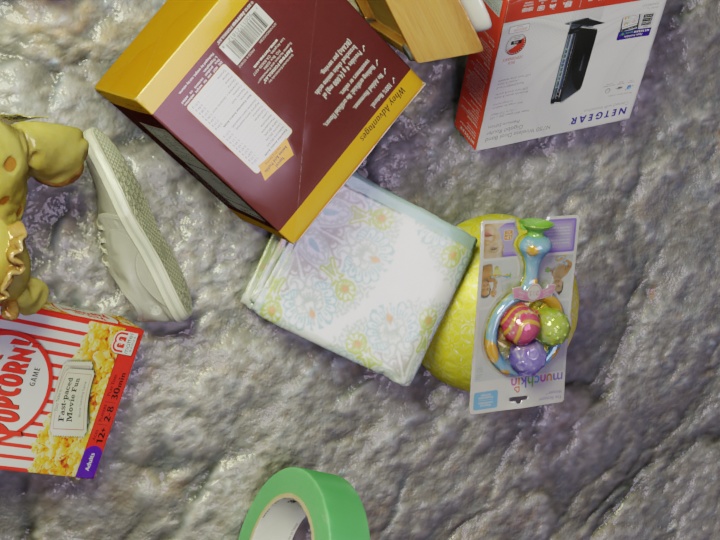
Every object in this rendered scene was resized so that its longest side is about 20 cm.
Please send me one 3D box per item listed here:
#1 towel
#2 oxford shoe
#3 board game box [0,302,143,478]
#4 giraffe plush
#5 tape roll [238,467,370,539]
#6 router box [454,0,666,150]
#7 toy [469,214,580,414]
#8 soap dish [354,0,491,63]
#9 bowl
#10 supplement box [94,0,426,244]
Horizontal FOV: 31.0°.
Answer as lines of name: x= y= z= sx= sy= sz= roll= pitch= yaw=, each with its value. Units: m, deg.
towel: x=0.000 y=0.000 z=1.301 sx=0.199 sy=0.048 sz=0.172 roll=27 pitch=91 yaw=-16
oxford shoe: x=-0.217 y=-0.034 z=1.194 sx=0.058 sy=0.075 sz=0.201 roll=-18 pitch=112 yaw=8
board game box: x=-0.309 y=0.101 z=1.163 sx=0.199 sy=0.046 sz=0.152 roll=15 pitch=97 yaw=-42
giraffe plush: x=-0.308 y=-0.044 z=1.058 sx=0.172 sy=0.200 sz=0.163 roll=4 pitch=92 yaw=-29
tape roll: x=-0.062 y=0.296 z=1.271 sx=0.048 sy=0.200 sz=0.201 roll=15 pitch=95 yaw=-28
router box: x=0.206 y=-0.224 z=1.326 sx=0.199 sy=0.049 sz=0.180 roll=-14 pitch=136 yaw=-23
toy: x=0.172 y=0.048 z=1.295 sx=0.115 sy=0.047 sz=0.201 roll=-5 pitch=103 yaw=-24
soap dish: x=0.033 y=-0.277 z=1.190 sx=0.081 sy=0.200 sz=0.158 roll=-31 pitch=115 yaw=-2
bowl: x=0.161 y=0.047 z=1.379 sx=0.199 sy=0.108 sz=0.201 roll=-7 pitch=106 yaw=-25
supplement box: x=-0.091 y=-0.170 z=1.185 sx=0.200 sy=0.133 sz=0.197 roll=43 pitch=81 yaw=-28
